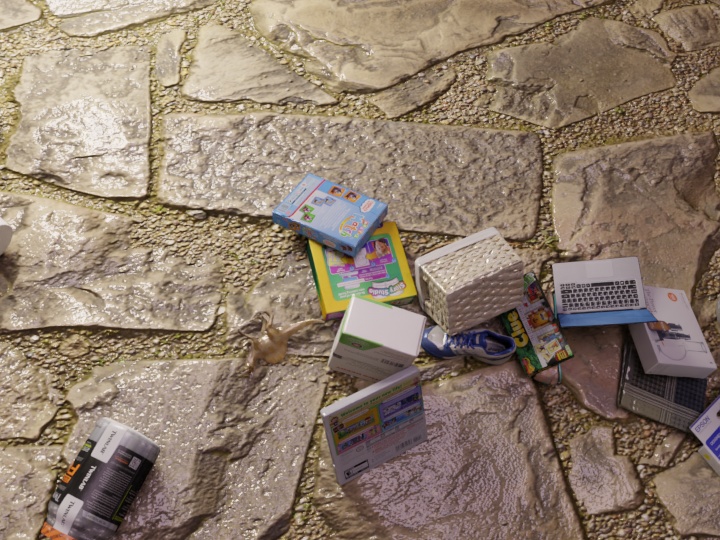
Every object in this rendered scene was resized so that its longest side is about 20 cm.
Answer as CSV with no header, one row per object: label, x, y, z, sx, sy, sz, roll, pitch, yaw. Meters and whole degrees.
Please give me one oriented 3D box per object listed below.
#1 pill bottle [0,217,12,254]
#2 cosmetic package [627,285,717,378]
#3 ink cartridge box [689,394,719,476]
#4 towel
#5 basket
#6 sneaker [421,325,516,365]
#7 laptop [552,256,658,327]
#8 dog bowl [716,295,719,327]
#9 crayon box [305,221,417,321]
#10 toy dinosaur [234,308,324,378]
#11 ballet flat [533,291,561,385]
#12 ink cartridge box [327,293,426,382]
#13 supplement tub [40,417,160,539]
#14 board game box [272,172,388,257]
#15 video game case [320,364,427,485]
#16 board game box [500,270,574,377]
pill bottle,-0.773,-0.104,1.260,0.199,0.115,0.115,35,66,4
cosmetic package,0.661,0.129,1.437,0.149,0.052,0.202,8,52,-17
ink cartridge box,0.814,0.357,1.409,0.197,0.047,0.201,-35,76,-20
towel,0.655,0.239,1.439,0.198,0.035,0.195,22,68,-3
basket,0.227,0.024,1.356,0.198,0.137,0.124,-23,39,-14
sneaker,0.222,0.142,1.361,0.197,0.088,0.076,7,68,-6
laptop,0.508,0.043,1.400,0.184,0.116,0.203,-5,62,14
dog bowl,0.912,0.107,1.522,0.197,0.059,0.203,4,67,-8
crayon box,0.000,0.000,1.394,0.197,0.058,0.175,-10,71,-14
toy dinosaur,-0.177,0.130,1.318,0.199,0.058,0.102,-37,93,-14
ballet flat,0.385,0.140,1.407,0.066,0.068,0.203,0,66,7
ink cartridge box,0.026,0.138,1.264,0.143,0.200,0.085,17,63,-3
supplement tub,-0.440,0.365,1.124,0.121,0.123,0.202,25,65,1
board game box,-0.062,-0.121,1.397,0.198,0.037,0.152,23,49,18
video game case,0.031,0.287,1.229,0.198,0.184,0.022,-22,34,-18
board game box,0.357,0.110,1.392,0.104,0.023,0.202,-29,61,18
